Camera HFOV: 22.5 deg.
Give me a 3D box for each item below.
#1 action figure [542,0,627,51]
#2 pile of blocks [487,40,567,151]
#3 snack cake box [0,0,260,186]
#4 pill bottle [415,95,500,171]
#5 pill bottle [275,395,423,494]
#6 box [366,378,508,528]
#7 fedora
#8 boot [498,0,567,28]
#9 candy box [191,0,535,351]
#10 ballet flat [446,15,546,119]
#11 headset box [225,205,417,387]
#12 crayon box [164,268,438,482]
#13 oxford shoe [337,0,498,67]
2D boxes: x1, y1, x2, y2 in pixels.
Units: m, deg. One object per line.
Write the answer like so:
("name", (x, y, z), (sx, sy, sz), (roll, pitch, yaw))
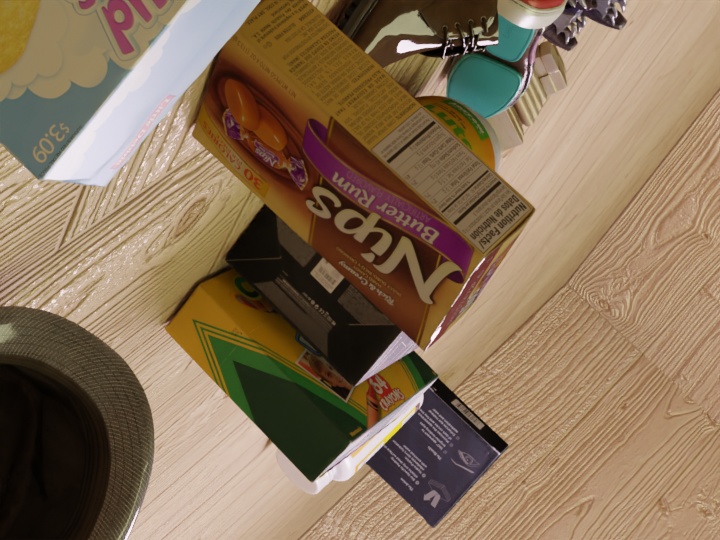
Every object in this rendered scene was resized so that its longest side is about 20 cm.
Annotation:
("action figure", (0.207, -0.268, 1.573), (0.130, 0.069, 0.200), (-39, 166, -17))
("pile of blocks", (0.125, -0.157, 1.737), (0.200, 0.082, 0.062), (-53, 131, -27))
("snack cake box", (-0.078, -0.141, 0.639), (0.200, 0.115, 0.067), (-49, 170, 10))
("pill bottle", (0.048, -0.084, 1.473), (0.111, 0.111, 0.200), (-51, 170, 22))
("pill bottle", (-0.017, 0.199, 2.378), (0.200, 0.109, 0.109), (-43, 170, -26))
("box", (0.141, 0.344, 3.450), (0.200, 0.197, 0.117), (-49, 172, 12))
("fedora", (-0.222, 0.119, 1.054), (0.090, 0.176, 0.201), (6, -111, 62))
("boot", (0.164, -0.270, 1.367), (0.145, 0.072, 0.200), (-54, 177, 36))
("candy box", (-0.002, -0.059, 1.068), (0.056, 0.200, 0.117), (-40, 169, -32))
("ballet flat", (0.122, -0.196, 1.523), (0.200, 0.069, 0.072), (111, 4, -66))
("headset box", (0.000, 0.000, 1.491), (0.075, 0.149, 0.200), (-49, 171, 21))
("crayon box", (-0.044, 0.068, 1.497), (0.058, 0.173, 0.200), (-47, 172, 24))
("oxford shoe", (0.049, -0.171, 1.204), (0.200, 0.084, 0.073), (-43, 172, -14))
